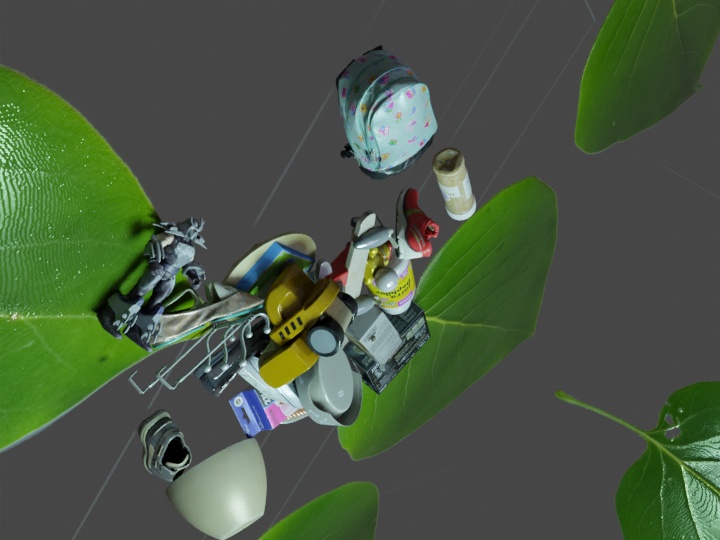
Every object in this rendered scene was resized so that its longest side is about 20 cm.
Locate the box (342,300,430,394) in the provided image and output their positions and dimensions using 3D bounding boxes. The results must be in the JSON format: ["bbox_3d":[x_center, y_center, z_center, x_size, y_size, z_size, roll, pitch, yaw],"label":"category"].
[{"bbox_3d":[0.066,0.174,1.744,0.200,0.086,0.164,-47,153,-12],"label":"box"}]

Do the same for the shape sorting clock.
[{"bbox_3d":[-0.158,0.011,1.238,0.199,0.039,0.201,-36,158,-17],"label":"shape sorting clock"}]

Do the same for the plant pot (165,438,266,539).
[{"bbox_3d":[-0.260,0.440,1.423,0.199,0.135,0.201,-30,165,-9],"label":"plant pot"}]

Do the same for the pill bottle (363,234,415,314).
[{"bbox_3d":[0.060,0.016,1.522,0.104,0.104,0.201,-45,152,-14],"label":"pill bottle"}]

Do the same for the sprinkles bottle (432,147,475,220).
[{"bbox_3d":[0.201,-0.181,1.549,0.068,0.068,0.200,-48,153,-8],"label":"sprinkles bottle"}]

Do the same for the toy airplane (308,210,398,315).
[{"bbox_3d":[0.000,0.000,1.323,0.201,0.140,0.200,-63,165,-3],"label":"toy airplane"}]

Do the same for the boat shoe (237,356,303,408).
[{"bbox_3d":[-0.173,0.210,1.408,0.066,0.074,0.201,-25,131,11],"label":"boat shoe"}]

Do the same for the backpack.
[{"bbox_3d":[0.044,-0.250,1.150,0.167,0.126,0.201,-43,149,-11],"label":"backpack"}]

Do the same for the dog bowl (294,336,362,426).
[{"bbox_3d":[-0.066,0.218,1.474,0.058,0.203,0.199,-15,165,24],"label":"dog bowl"}]

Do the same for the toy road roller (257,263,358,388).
[{"bbox_3d":[-0.111,0.083,1.212,0.199,0.146,0.123,-38,-169,28],"label":"toy road roller"}]

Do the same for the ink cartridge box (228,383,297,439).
[{"bbox_3d":[-0.163,0.247,1.474,0.199,0.037,0.096,-34,110,-30],"label":"ink cartridge box"}]

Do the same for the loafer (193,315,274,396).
[{"bbox_3d":[-0.199,0.146,1.294,0.199,0.063,0.072,-36,174,-25],"label":"loafer"}]

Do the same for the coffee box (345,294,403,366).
[{"bbox_3d":[0.007,0.119,1.554,0.080,0.114,0.200,-50,155,-7],"label":"coffee box"}]

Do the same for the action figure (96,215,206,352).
[{"bbox_3d":[-0.276,0.009,1.020,0.201,0.069,0.130,-56,148,1],"label":"action figure"}]

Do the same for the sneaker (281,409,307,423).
[{"bbox_3d":[-0.147,0.284,1.554,0.198,0.073,0.080,-2,171,-34],"label":"sneaker"}]

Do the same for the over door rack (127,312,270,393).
[{"bbox_3d":[-0.247,0.140,1.143,0.199,0.067,0.147,-32,-172,-36],"label":"over door rack"}]

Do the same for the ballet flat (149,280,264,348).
[{"bbox_3d":[-0.239,0.055,1.118,0.198,0.068,0.068,-21,97,-35],"label":"ballet flat"}]

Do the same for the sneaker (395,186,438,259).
[{"bbox_3d":[0.109,-0.087,1.411,0.201,0.084,0.078,-85,176,-49],"label":"sneaker"}]

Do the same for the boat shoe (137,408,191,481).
[{"bbox_3d":[-0.342,0.329,1.292,0.074,0.073,0.201,-37,150,-27],"label":"boat shoe"}]
